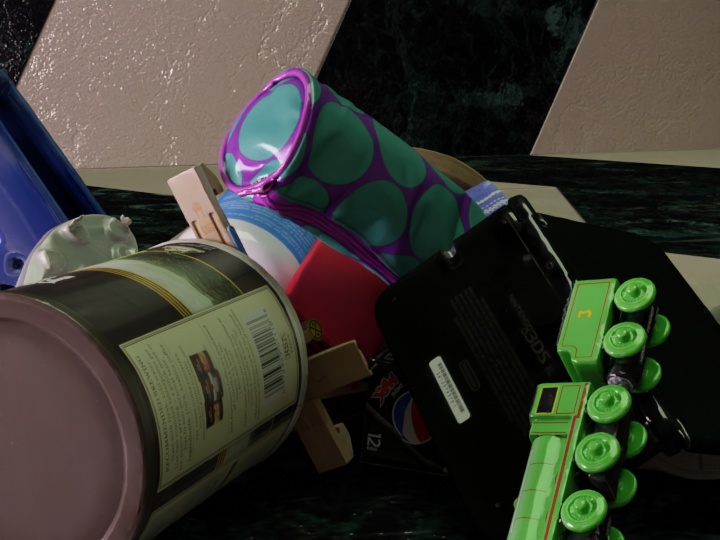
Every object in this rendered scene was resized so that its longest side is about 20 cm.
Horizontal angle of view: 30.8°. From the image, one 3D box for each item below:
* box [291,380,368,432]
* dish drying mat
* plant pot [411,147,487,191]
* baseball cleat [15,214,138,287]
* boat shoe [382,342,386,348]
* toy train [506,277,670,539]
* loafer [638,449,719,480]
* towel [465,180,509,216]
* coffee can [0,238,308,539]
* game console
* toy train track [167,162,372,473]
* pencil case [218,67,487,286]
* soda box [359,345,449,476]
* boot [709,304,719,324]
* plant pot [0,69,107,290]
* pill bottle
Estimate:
[{"bbox_3d":[-0.106,0.087,0.958,0.162,0.022,0.199,-7,12,-41],"label":"box"},{"bbox_3d":[0.000,0.000,0.900,0.018,0.077,0.200,-42,10,32],"label":"dish drying mat"},{"bbox_3d":[0.034,-0.004,1.158,0.198,0.202,0.093,1,47,2],"label":"plant pot"},{"bbox_3d":[-0.209,0.045,0.841,0.069,0.107,0.201,36,40,-9],"label":"baseball cleat"},{"bbox_3d":[0.003,0.045,1.035,0.065,0.074,0.200,18,4,-9],"label":"boat shoe"},{"bbox_3d":[0.109,0.082,0.641,0.056,0.042,0.201,-4,45,31],"label":"toy train"},{"bbox_3d":[0.169,0.092,0.818,0.197,0.073,0.063,-2,2,1],"label":"loafer"},{"bbox_3d":[0.071,-0.019,1.001,0.143,0.024,0.200,-19,20,-8],"label":"towel"},{"bbox_3d":[-0.130,0.069,0.698,0.144,0.148,0.200,4,10,19],"label":"coffee can"},{"bbox_3d":[0.129,0.062,0.770,0.175,0.117,0.201,-35,44,8],"label":"game console"},{"bbox_3d":[-0.056,0.027,0.798,0.114,0.202,0.033,-22,10,32],"label":"toy train track"},{"bbox_3d":[0.004,-0.041,0.825,0.084,0.093,0.199,-14,-36,40],"label":"pencil case"},{"bbox_3d":[0.060,0.074,0.890,0.063,0.072,0.200,9,12,16],"label":"soda box"},{"bbox_3d":[0.337,0.072,0.867,0.179,0.074,0.200,-1,14,-6],"label":"boot"},{"bbox_3d":[-0.295,-0.018,0.979,0.179,0.201,0.200,-35,13,-1],"label":"plant pot"},{"bbox_3d":[-0.075,0.002,0.919,0.111,0.114,0.200,3,26,18],"label":"pill bottle"}]
